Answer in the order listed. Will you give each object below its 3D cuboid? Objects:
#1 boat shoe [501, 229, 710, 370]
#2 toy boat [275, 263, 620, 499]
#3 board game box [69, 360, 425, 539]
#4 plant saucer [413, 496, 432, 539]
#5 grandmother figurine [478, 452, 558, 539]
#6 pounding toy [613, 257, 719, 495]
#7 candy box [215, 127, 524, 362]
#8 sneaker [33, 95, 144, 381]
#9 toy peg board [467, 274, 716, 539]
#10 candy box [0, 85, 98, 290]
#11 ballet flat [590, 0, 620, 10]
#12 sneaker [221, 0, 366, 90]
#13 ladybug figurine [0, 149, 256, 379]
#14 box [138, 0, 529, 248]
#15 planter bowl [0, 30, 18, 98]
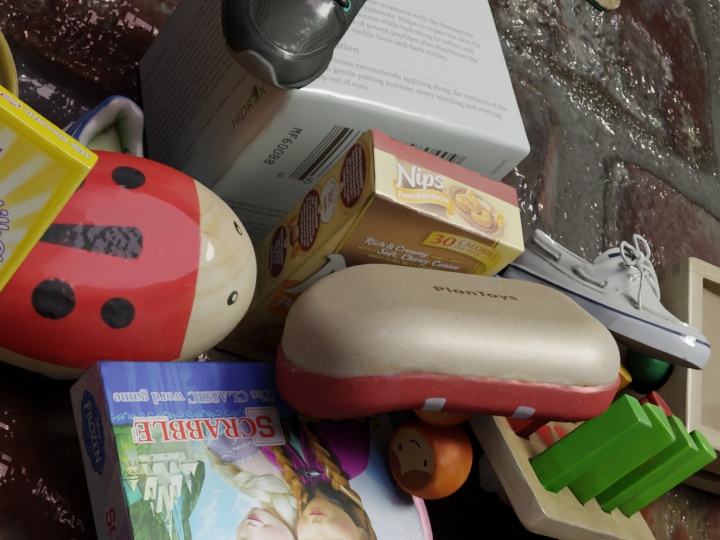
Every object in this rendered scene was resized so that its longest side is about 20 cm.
[{"bbox_3d":[0.207,0.009,0.954,0.074,0.202,0.086,27,90,-40],"label":"boat shoe"},{"bbox_3d":[0.047,0.074,0.703,0.199,0.131,0.131,7,15,-14],"label":"toy boat"},{"bbox_3d":[-0.051,0.149,0.675,0.199,0.041,0.200,3,60,-39],"label":"board game box"},{"bbox_3d":[-0.046,0.165,0.737,0.200,0.051,0.201,22,50,-28],"label":"plant saucer"},{"bbox_3d":[0.142,0.212,0.856,0.201,0.060,0.121,67,17,16],"label":"grandmother figurine"},{"bbox_3d":[0.274,0.082,1.024,0.199,0.142,0.185,20,64,-26],"label":"pounding toy"},{"bbox_3d":[0.000,0.000,0.782,0.115,0.200,0.056,19,50,-28],"label":"candy box"},{"bbox_3d":[-0.178,-0.027,0.743,0.075,0.077,0.201,21,52,-30],"label":"sneaker"},{"bbox_3d":[0.155,0.087,0.853,0.200,0.098,0.200,28,30,-51],"label":"toy peg board"},{"bbox_3d":[-0.232,-0.010,0.605,0.102,0.200,0.026,35,16,-16],"label":"candy box"},{"bbox_3d":[0.251,-0.397,1.377,0.200,0.065,0.070,53,42,4],"label":"ballet flat"},{"bbox_3d":[-0.020,-0.187,0.700,0.075,0.079,0.200,34,49,-11],"label":"sneaker"},{"bbox_3d":[-0.154,-0.008,0.673,0.199,0.072,0.137,2,76,-16],"label":"ladybug figurine"},{"bbox_3d":[-0.028,-0.119,0.845,0.198,0.200,0.172,9,57,-34],"label":"box"},{"bbox_3d":[-0.308,-0.106,0.683,0.200,0.083,0.201,21,48,-26],"label":"planter bowl"}]
